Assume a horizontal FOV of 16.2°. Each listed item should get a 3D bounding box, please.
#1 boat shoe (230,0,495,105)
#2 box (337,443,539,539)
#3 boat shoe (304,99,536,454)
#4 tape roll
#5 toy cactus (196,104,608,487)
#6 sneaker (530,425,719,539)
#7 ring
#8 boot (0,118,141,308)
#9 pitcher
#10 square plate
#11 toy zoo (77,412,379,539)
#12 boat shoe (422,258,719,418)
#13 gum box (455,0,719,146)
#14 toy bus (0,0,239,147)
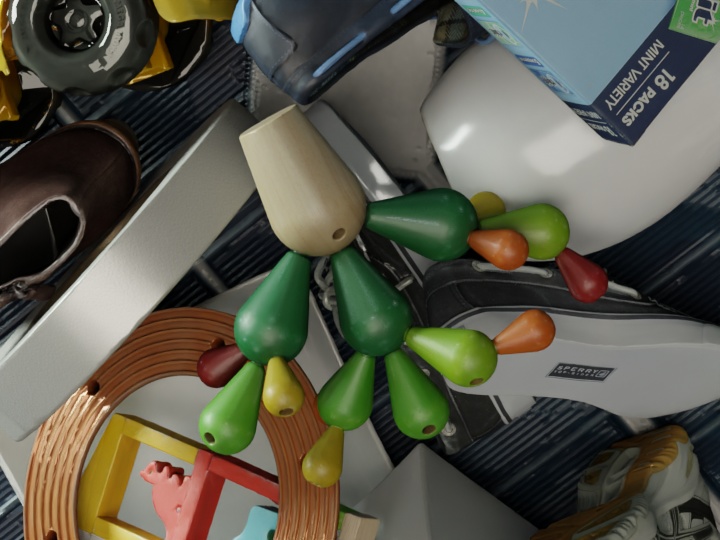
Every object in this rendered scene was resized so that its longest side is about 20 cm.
[{"bbox_3d":[0.035,-0.132,1.200,0.200,0.084,0.069,-28,75,-14],"label":"boat shoe"},{"bbox_3d":[0.068,0.209,1.337,0.200,0.098,0.124,37,110,-18],"label":"box"},{"bbox_3d":[0.013,0.007,1.309,0.068,0.074,0.200,-33,112,-1],"label":"boat shoe"},{"bbox_3d":[-0.117,-0.001,1.251,0.037,0.203,0.203,42,107,-6],"label":"tape roll"},{"bbox_3d":[0.000,0.000,1.171,0.200,0.102,0.165,-29,98,2],"label":"toy cactus"},{"bbox_3d":[0.137,0.155,1.280,0.076,0.200,0.088,-19,102,36],"label":"sneaker"},{"bbox_3d":[-0.091,0.119,1.292,0.200,0.019,0.201,-5,80,31],"label":"ring"},{"bbox_3d":[-0.200,-0.004,1.273,0.200,0.166,0.072,-36,100,16],"label":"boot"},{"bbox_3d":[0.126,-0.107,1.251,0.200,0.121,0.172,-24,81,4],"label":"pitcher"},{"bbox_3d":[-0.081,0.116,1.376,0.200,0.028,0.198,-23,104,12],"label":"square plate"},{"bbox_3d":[-0.092,0.157,1.310,0.200,0.020,0.131,20,94,33],"label":"toy zoo"},{"bbox_3d":[0.116,0.029,1.289,0.200,0.068,0.072,5,142,-33],"label":"boat shoe"},{"bbox_3d":[0.101,-0.186,1.146,0.200,0.045,0.170,41,86,-16],"label":"gum box"},{"bbox_3d":[-0.178,-0.164,1.249,0.200,0.136,0.192,-21,92,14],"label":"toy bus"}]
